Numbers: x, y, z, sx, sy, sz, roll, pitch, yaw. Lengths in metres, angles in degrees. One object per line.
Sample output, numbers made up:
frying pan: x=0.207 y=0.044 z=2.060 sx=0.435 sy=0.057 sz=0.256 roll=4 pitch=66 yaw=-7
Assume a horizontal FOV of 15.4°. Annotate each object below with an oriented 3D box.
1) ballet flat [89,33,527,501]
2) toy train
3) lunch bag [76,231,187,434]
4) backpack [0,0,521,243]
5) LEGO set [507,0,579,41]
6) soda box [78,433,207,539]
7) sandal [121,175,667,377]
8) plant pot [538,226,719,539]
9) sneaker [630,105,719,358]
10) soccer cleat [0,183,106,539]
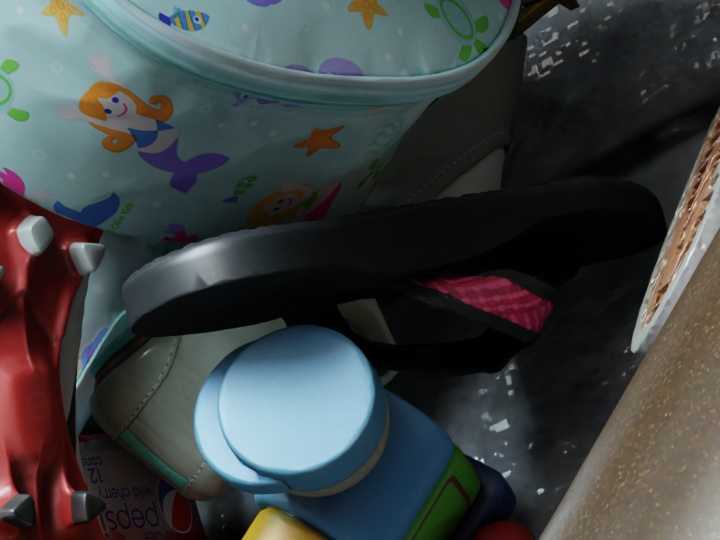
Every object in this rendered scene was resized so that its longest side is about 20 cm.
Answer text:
ballet flat: x=0.000 y=0.000 z=0.830 sx=0.200 sy=0.064 sz=0.067 roll=-41 pitch=-6 yaw=-30
toy train: x=-0.040 y=0.115 z=0.711 sx=0.085 sy=0.116 sz=0.200 roll=26 pitch=74 yaw=28
lunch bag: x=-0.134 y=-0.031 z=0.879 sx=0.170 sy=0.122 sz=0.200 roll=-55 pitch=52 yaw=36
backpack: x=-0.049 y=-0.110 z=0.714 sx=0.151 sy=0.177 sz=0.200 roll=-41 pitch=61 yaw=39
LEGO set: x=0.083 y=-0.163 z=0.796 sx=0.116 sy=0.154 sz=0.200 roll=-39 pitch=4 yaw=-29
soda box: x=-0.143 y=0.114 z=0.840 sx=0.200 sy=0.063 sz=0.070 roll=-23 pitch=78 yaw=26
sandal: x=0.016 y=0.009 z=0.742 sx=0.075 sy=0.200 sz=0.045 roll=-28 pitch=78 yaw=40
plant pot: x=0.132 y=0.058 z=0.577 sx=0.198 sy=0.200 sz=0.200 roll=-54 pitch=39 yaw=1
sneaker: x=0.139 y=-0.030 z=0.740 sx=0.200 sy=0.080 sz=0.071 roll=-62 pitch=-1 yaw=-42
soccer cleat: x=-0.110 y=0.021 z=0.756 sx=0.085 sy=0.069 sz=0.200 roll=-13 pitch=78 yaw=46
